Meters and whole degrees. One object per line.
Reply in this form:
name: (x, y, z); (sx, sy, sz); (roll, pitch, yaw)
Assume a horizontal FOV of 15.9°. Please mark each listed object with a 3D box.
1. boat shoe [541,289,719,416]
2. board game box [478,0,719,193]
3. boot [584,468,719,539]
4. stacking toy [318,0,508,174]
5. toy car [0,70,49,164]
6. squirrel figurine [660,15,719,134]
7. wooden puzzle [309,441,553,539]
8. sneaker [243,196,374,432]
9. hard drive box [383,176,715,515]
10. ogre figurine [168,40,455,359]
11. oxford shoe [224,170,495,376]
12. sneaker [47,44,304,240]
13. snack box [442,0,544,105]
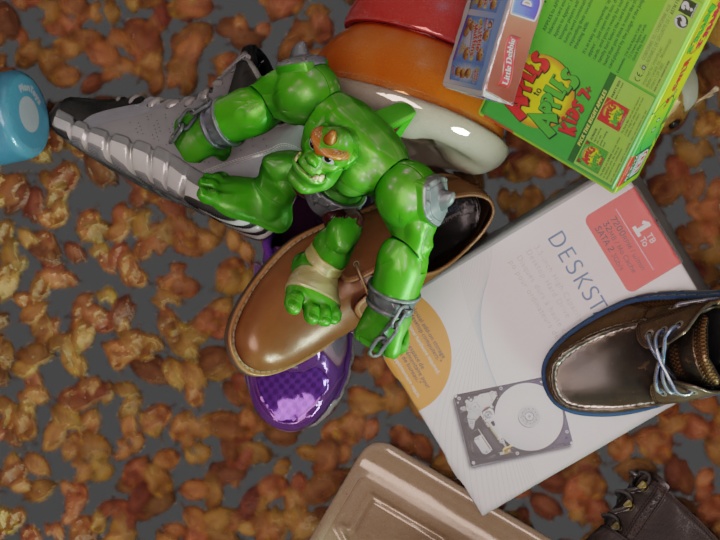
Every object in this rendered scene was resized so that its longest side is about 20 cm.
boat shoe: (0.207, 0.046, 1.605); (0.200, 0.072, 0.072); (-18, 94, 11)
board game box: (0.161, -0.159, 1.562); (0.102, 0.048, 0.200); (32, 116, 15)
boot: (0.141, 0.201, 1.693); (0.200, 0.069, 0.174); (39, 74, -6)
stacking toy: (0.050, -0.174, 1.672); (0.146, 0.146, 0.200); (17, 84, 8)
toy car: (-0.329, -0.162, 1.714); (0.184, 0.177, 0.200); (-11, 80, 25)
squirrel figurine: (0.179, -0.191, 1.645); (0.200, 0.142, 0.187); (39, 112, 13)
wooden puzzle: (0.036, 0.244, 1.729); (0.185, 0.046, 0.200); (30, 80, 3)
sneaker: (-0.040, 0.012, 1.714); (0.080, 0.088, 0.200); (12, 99, 7)
hard drive box: (0.127, 0.041, 1.694); (0.200, 0.077, 0.156); (-32, 91, 11)
ogre figurine: (-0.023, -0.054, 1.580); (0.120, 0.098, 0.200); (-54, 53, 29)
oxford shoe: (0.000, 0.000, 1.643); (0.200, 0.071, 0.071); (-37, 109, -15)
sneaker: (-0.110, -0.104, 1.711); (0.200, 0.075, 0.116); (26, 86, 32)
snack box: (0.099, -0.202, 1.563); (0.024, 0.072, 0.200); (15, 94, -21)
